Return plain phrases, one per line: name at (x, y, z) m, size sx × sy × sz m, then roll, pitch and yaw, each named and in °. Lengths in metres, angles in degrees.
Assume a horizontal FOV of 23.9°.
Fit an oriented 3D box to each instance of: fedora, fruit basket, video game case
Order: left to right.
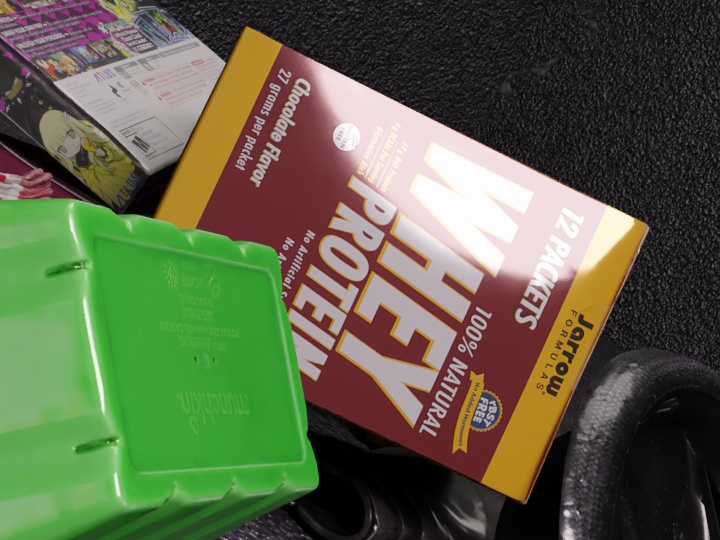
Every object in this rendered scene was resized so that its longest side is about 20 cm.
fruit basket at (-0.140, 0.042, 0.583) m, size 0.214 × 0.156 × 0.216 m, roll -11°, pitch -9°, yaw -2°
video game case at (-0.154, -0.121, 0.969) m, size 0.181 × 0.036 × 0.200 m, roll 41°, pitch 22°, yaw 3°
fedora at (0.120, 0.139, 0.763) m, size 0.200 × 0.202 × 0.091 m, roll 25°, pitch -28°, yaw -38°

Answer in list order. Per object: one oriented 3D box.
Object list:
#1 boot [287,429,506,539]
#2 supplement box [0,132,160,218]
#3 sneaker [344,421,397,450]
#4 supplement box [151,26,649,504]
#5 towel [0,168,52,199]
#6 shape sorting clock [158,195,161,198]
boot at (0.041, 0.138, 0.862) m, size 0.200 × 0.070 × 0.131 m, roll 20°, pitch 1°, yaw 45°
supplement box at (-0.144, -0.001, 0.981) m, size 0.110 × 0.086 × 0.200 m, roll 33°, pitch 6°, yaw 31°
sneaker at (0.025, 0.052, 1.027) m, size 0.112 × 0.077 × 0.201 m, roll 48°, pitch -19°, yaw 54°
supplement box at (0.000, 0.000, 0.810) m, size 0.197 × 0.133 × 0.200 m, roll 26°, pitch -4°, yaw -6°
towel at (-0.247, -0.038, 0.757) m, size 0.143 × 0.023 × 0.200 m, roll -8°, pitch -8°, yaw 21°
shape sorting clock at (-0.114, -0.068, 1.079) m, size 0.199 × 0.039 × 0.200 m, roll 26°, pitch 10°, yaw -5°
